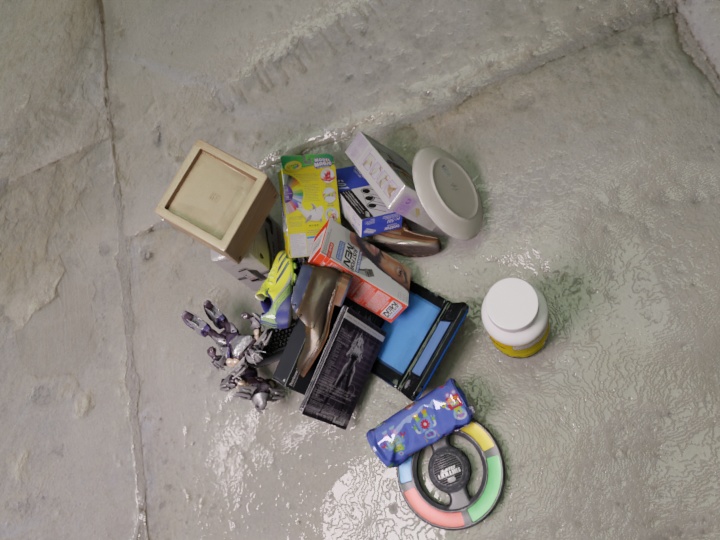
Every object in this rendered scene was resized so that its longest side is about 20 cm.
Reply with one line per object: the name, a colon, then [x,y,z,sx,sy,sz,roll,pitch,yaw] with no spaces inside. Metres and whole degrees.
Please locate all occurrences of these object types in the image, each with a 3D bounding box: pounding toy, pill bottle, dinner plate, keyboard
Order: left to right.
pounding toy: [-0.272,-0.143,1.147,0.198,0.142,0.186,28,81,10]
keyboard: [-0.147,0.116,1.237,0.197,0.021,0.128,-18,52,-19]
dinner plate: [0.178,-0.155,1.176,0.024,0.198,0.203,-31,61,42]
pill bottle: [0.270,0.082,1.055,0.110,0.200,0.114,-6,70,17]

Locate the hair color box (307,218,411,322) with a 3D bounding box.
hair color box: [0.000,0.000,1.166,0.064,0.198,0.112,-46,21,35]

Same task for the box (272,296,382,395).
box: [-0.063,0.148,1.176,0.078,0.140,0.203,6,70,60]

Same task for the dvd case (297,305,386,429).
dvd case: [-0.030,0.182,1.116,0.016,0.148,0.203,16,77,37]

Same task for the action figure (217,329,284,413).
action figure: [-0.228,0.209,1.221,0.069,0.130,0.201,-46,48,13]

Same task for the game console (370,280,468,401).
game console: [0.095,0.124,1.153,0.117,0.171,0.202,31,84,-2]

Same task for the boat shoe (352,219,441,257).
boat shoe: [0.072,-0.077,1.246,0.197,0.076,0.073,10,74,20]

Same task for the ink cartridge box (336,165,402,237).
ink cartridge box: [0.001,-0.147,1.252,0.093,0.045,0.201,-14,41,-20]

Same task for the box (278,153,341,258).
box: [-0.102,-0.130,1.219,0.115,0.048,0.204,-5,92,-18]

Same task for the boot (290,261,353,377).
boot: [-0.094,0.083,1.092,0.096,0.075,0.203,24,88,0]

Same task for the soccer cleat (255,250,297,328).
soccer cleat: [-0.168,0.030,1.209,0.082,0.065,0.202,3,44,-10]

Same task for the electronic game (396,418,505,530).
electronic game: [0.160,0.358,1.091,0.196,0.042,0.204,-6,71,17]

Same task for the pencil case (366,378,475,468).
pencil case: [0.109,0.276,1.082,0.198,0.078,0.088,-33,85,6]

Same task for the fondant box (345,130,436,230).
fondant box: [0.070,-0.180,1.211,0.058,0.143,0.201,-50,48,18]

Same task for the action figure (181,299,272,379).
action figure: [-0.256,0.129,1.175,0.198,0.070,0.130,27,55,33]

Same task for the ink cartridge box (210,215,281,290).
ink cartridge box: [-0.236,-0.062,1.277,0.081,0.200,0.149,-13,69,11]

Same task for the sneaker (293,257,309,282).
sneaker: [-0.107,0.000,1.263,0.069,0.078,0.202,-13,61,-15]
